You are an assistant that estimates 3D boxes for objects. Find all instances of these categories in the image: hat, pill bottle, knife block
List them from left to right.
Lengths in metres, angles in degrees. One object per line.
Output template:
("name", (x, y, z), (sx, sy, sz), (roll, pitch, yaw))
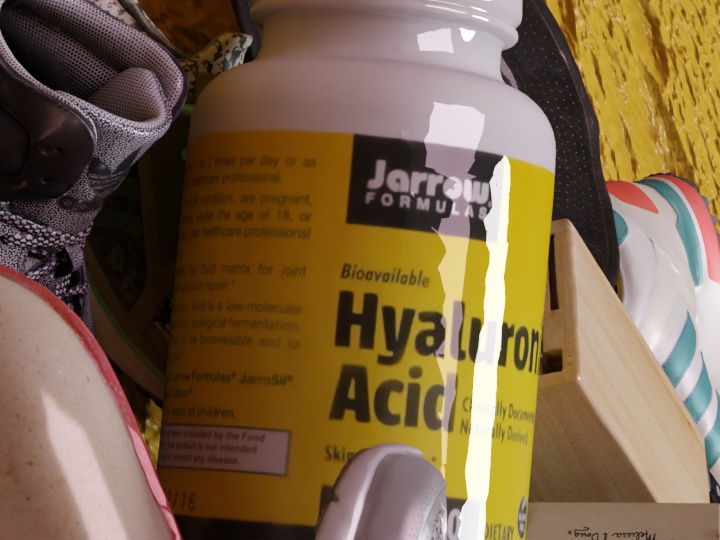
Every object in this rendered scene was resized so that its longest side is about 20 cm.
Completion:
("pill bottle", (0.000, 0.000, 0.834), (0.111, 0.111, 0.202), (12, 81, -54))
("hat", (0.005, -0.047, 1.030), (0.200, 0.081, 0.202), (32, 41, -32))
("knife block", (0.095, 0.075, 0.997), (0.174, 0.200, 0.064), (12, 53, -19))

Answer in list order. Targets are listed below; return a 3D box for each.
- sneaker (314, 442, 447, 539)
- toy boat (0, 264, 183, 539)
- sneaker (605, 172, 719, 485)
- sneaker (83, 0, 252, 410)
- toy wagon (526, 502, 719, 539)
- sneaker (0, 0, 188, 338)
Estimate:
("sneaker", (0.021, 0.144, 0.709), (0.075, 0.081, 0.202), (64, 25, -81))
("toy boat", (-0.103, 0.094, 0.743), (0.131, 0.130, 0.201), (70, -1, -86))
("sneaker", (0.114, 0.056, 1.157), (0.093, 0.070, 0.201), (-1, 71, -39))
("sneaker", (-0.065, -0.037, 0.879), (0.201, 0.088, 0.077), (60, 5, -12))
("toy wagon", (0.097, 0.129, 0.971), (0.200, 0.154, 0.040), (74, 18, -60))
("sneaker", (-0.092, -0.001, 0.805), (0.201, 0.113, 0.075), (63, 31, -5))
